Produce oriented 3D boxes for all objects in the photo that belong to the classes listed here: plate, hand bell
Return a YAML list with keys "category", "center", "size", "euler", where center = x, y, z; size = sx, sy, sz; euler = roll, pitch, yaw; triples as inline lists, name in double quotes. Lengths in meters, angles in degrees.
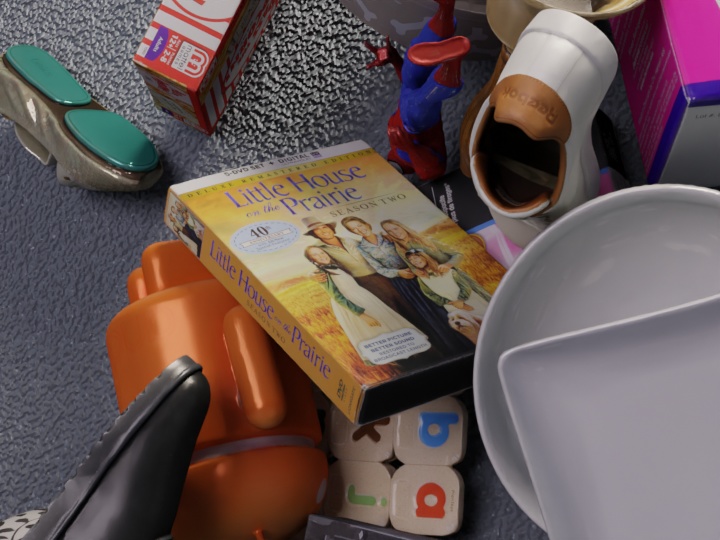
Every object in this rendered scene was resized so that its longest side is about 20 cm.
- category: "plate"
  center: [0.189, 0.109, 0.922]
  size: [0.199, 0.032, 0.201]
  euler: [-16, 90, 14]
- category: "hand bell"
  center: [0.088, -0.118, 1.038]
  size: [0.104, 0.200, 0.105]
  euler: [6, 56, -9]

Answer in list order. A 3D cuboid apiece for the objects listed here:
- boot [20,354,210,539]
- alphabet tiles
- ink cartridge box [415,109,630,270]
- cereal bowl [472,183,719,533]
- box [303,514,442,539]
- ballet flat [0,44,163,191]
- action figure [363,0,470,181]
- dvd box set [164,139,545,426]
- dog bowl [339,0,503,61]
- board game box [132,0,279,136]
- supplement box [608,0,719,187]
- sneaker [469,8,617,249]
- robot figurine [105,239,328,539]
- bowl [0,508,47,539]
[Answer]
- category: "boot"
  center: [-0.070, 0.168, 0.992]
  size: [0.200, 0.066, 0.165]
  euler: [38, 88, 5]
- category: "alphabet tiles"
  center: [-0.016, 0.095, 1.126]
  size: [0.195, 0.015, 0.201]
  euler: [-3, 80, 37]
- category: "ink cartridge box"
  center: [0.071, -0.016, 1.126]
  size: [0.199, 0.037, 0.095]
  euler: [-26, 59, 25]
- category: "cereal bowl"
  center: [0.162, 0.054, 0.982]
  size: [0.199, 0.083, 0.201]
  euler: [1, 95, 14]
- category: "box"
  center: [0.024, 0.248, 1.023]
  size: [0.158, 0.048, 0.201]
  euler: [7, 82, 37]
- category: "ballet flat"
  center: [-0.204, -0.094, 1.336]
  size: [0.200, 0.067, 0.063]
  euler: [44, 125, 41]
- category: "action figure"
  center: [0.032, -0.101, 1.083]
  size: [0.051, 0.200, 0.066]
  euler: [-9, 70, -4]
- category: "dvd box set"
  center: [0.000, 0.000, 1.064]
  size: [0.200, 0.146, 0.030]
  euler: [45, 136, 37]
- category: "dog bowl"
  center: [0.057, -0.211, 1.131]
  size: [0.059, 0.199, 0.201]
  euler: [114, 145, -51]
- category: "board game box"
  center: [-0.087, -0.176, 1.203]
  size: [0.046, 0.200, 0.152]
  euler: [26, 87, 0]
- category: "supplement box"
  center: [0.197, -0.155, 1.033]
  size: [0.101, 0.103, 0.201]
  euler: [-5, 64, -6]
- category: "sneaker"
  center: [0.082, -0.052, 0.986]
  size: [0.073, 0.200, 0.085]
  euler: [27, 66, 15]
- category: "robot figurine"
  center: [-0.084, 0.082, 1.100]
  size: [0.143, 0.116, 0.201]
  euler: [-23, 70, 26]
- category: "bowl"
  center: [-0.149, 0.206, 1.109]
  size: [0.200, 0.201, 0.094]
  euler: [28, 62, 38]
